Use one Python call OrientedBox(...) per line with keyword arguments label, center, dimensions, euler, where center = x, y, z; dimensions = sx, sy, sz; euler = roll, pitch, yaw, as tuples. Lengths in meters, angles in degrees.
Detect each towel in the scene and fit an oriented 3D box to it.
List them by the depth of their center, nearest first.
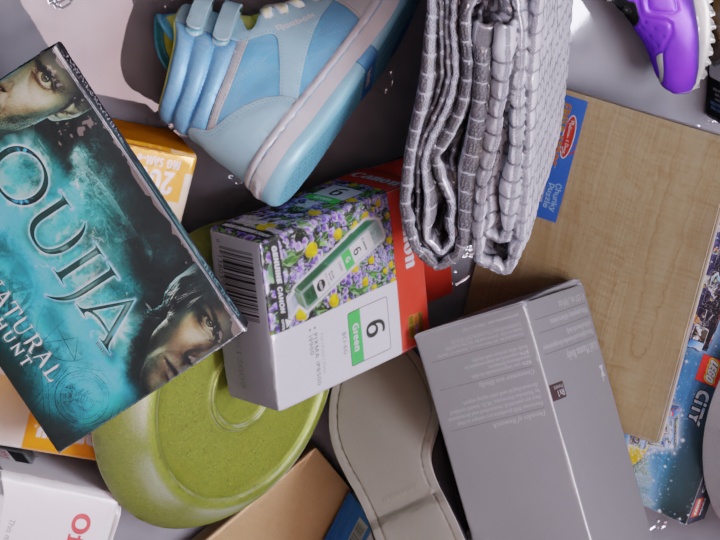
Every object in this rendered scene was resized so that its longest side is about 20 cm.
OrientedBox(label="towel", center=(0.074, -0.121, 1.660), dimensions=(0.085, 0.166, 0.201), euler=(7, 117, 9))

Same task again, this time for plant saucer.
OrientedBox(label="plant saucer", center=(-0.081, 0.068, 1.705), dimensions=(0.200, 0.031, 0.201), euler=(-21, 120, -41))

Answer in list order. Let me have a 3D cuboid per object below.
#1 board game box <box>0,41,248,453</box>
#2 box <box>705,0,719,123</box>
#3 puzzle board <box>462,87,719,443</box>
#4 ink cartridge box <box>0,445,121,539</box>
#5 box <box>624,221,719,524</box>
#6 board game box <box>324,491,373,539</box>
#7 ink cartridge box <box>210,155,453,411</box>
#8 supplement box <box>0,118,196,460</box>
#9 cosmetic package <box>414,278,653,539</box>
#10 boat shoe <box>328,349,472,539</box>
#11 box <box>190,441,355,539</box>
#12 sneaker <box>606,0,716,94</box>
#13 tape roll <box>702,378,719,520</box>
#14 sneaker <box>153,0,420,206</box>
OrientedBox(label="board game box", center=(-0.174, -0.013, 1.608), dimensions=(0.135, 0.028, 0.200), euler=(-33, 97, 7))
OrientedBox(label="box", center=(0.289, -0.192, 1.777), dimensions=(0.116, 0.060, 0.201), euler=(-3, 106, -16))
OrientedBox(label="puzzle board", center=(0.148, -0.008, 1.764), dimensions=(0.150, 0.017, 0.201), euler=(19, 102, 24))
OrientedBox(label="ink cartridge box", center=(-0.265, 0.173, 1.700), dimensions=(0.199, 0.083, 0.147), euler=(14, 101, -21))
OrientedBox(label="box", center=(0.187, 0.045, 1.782), dimensions=(0.136, 0.038, 0.201), euler=(23, 102, 23))
OrientedBox(label="board game box", center=(0.038, 0.272, 1.815), dimensions=(0.195, 0.056, 0.201), euler=(24, 98, -25))
OrientedBox(label="ink cartridge box", center=(0.000, 0.000, 1.703), dimensions=(0.200, 0.050, 0.109), euler=(-23, 116, -40))
OrientedBox(label="supplement box", center=(-0.187, 0.006, 1.681), dimensions=(0.125, 0.074, 0.201), euler=(10, 103, -19))
OrientedBox(label="cosmetic package", center=(0.113, 0.118, 1.726), dimensions=(0.090, 0.107, 0.201), euler=(-19, 90, 25))
OrientedBox(label="boat shoe", center=(0.028, 0.134, 1.743), dimensions=(0.072, 0.201, 0.063), euler=(-18, 144, 3))
OrientedBox(label="box", center=(-0.061, 0.231, 1.812), dimensions=(0.200, 0.021, 0.164), euler=(-40, 114, -3))
OrientedBox(label="sneaker", center=(0.157, -0.201, 1.736), dimensions=(0.099, 0.070, 0.201), euler=(-16, 106, -5))
OrientedBox(label="tape roll", center=(0.309, 0.099, 1.769), dimensions=(0.202, 0.037, 0.204), euler=(-10, 112, -25))
OrientedBox(label="sneaker", center=(-0.049, -0.149, 1.680), dimensions=(0.130, 0.080, 0.200), euler=(31, 65, 8))
